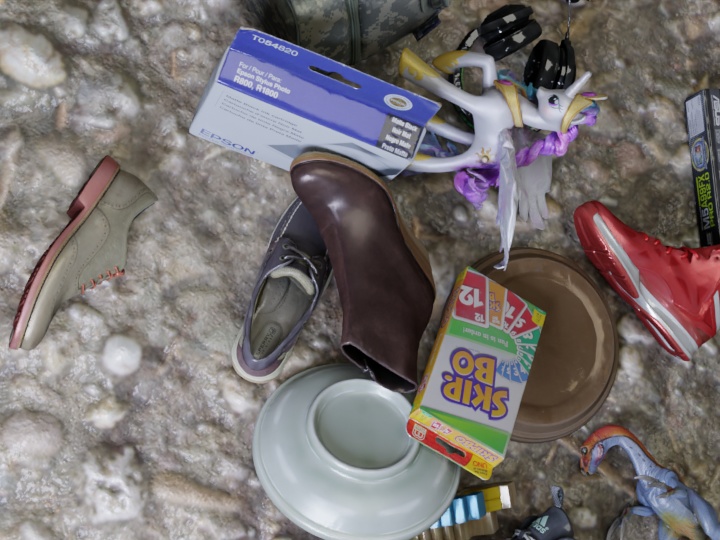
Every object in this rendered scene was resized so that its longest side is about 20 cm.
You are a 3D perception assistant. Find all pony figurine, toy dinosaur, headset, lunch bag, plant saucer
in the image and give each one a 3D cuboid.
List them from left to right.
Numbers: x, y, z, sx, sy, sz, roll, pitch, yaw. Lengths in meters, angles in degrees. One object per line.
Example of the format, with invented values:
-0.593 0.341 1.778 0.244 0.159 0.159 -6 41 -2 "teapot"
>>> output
-0.026 -0.298 1.318 0.167 0.140 0.201 -27 65 -8 "lunch bag"
0.000 0.156 1.270 0.198 0.050 0.201 6 48 -7 "plant saucer"
0.131 -0.121 1.351 0.198 0.167 0.194 14 119 14 "pony figurine"
0.174 -0.228 1.442 0.123 0.094 0.200 41 87 -10 "headset"
0.176 0.074 1.397 0.198 0.029 0.202 3 80 -15 "plant saucer"
0.304 0.237 1.400 0.199 0.105 0.183 -4 63 -54 "toy dinosaur"

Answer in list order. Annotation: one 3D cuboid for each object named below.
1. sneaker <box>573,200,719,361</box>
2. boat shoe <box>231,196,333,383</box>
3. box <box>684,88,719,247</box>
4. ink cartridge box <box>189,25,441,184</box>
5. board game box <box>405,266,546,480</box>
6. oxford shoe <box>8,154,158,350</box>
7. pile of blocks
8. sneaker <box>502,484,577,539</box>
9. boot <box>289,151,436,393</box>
0.313 -0.015 1.419 0.115 0.078 0.200 -40 106 -6 "sneaker"
-0.065 0.011 1.317 0.072 0.065 0.201 26 73 -7 "boat shoe"
0.442 -0.096 1.498 0.159 0.044 0.202 -2 81 -17 "box"
-0.048 -0.139 1.279 0.198 0.200 0.041 20 71 -11 "ink cartridge box"
0.112 0.095 1.308 0.095 0.030 0.201 30 53 -9 "board game box"
-0.253 -0.006 1.264 0.074 0.070 0.201 32 74 -14 "oxford shoe"
0.065 0.250 1.304 0.198 0.082 0.063 -9 89 -17 "pile of blocks"
0.147 0.261 1.298 0.200 0.078 0.141 34 85 -37 "sneaker"
0.000 0.000 1.276 0.200 0.072 0.167 41 40 -31 "boot"
